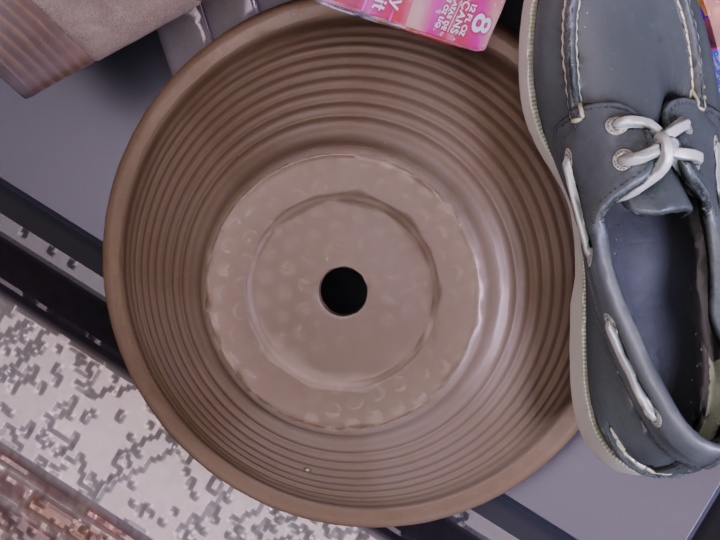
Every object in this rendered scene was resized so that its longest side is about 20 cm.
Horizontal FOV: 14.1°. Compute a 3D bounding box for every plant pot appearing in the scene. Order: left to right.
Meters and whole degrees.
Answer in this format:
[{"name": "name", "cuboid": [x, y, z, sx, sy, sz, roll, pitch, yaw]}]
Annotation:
[{"name": "plant pot", "cuboid": [0.000, 0.000, 1.046, 0.200, 0.093, 0.202, 1, 97, 6]}]

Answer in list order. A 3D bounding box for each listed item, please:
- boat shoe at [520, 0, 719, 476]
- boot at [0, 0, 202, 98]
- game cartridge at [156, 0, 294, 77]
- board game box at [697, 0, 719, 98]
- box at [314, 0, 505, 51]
[{"name": "boat shoe", "cuboid": [0.102, -0.029, 0.992, 0.072, 0.062, 0.201, -6, 93, -21]}, {"name": "boot", "cuboid": [-0.123, -0.165, 1.028, 0.146, 0.070, 0.200, -47, 114, -2]}, {"name": "game cartridge", "cuboid": [-0.043, -0.181, 1.081, 0.129, 0.038, 0.201, -15, 100, 14]}, {"name": "board game box", "cuboid": [0.143, -0.097, 1.056, 0.134, 0.045, 0.201, -33, 84, 9]}, {"name": "box", "cuboid": [0.020, -0.189, 0.987, 0.100, 0.095, 0.201, 32, 103, 47]}]
